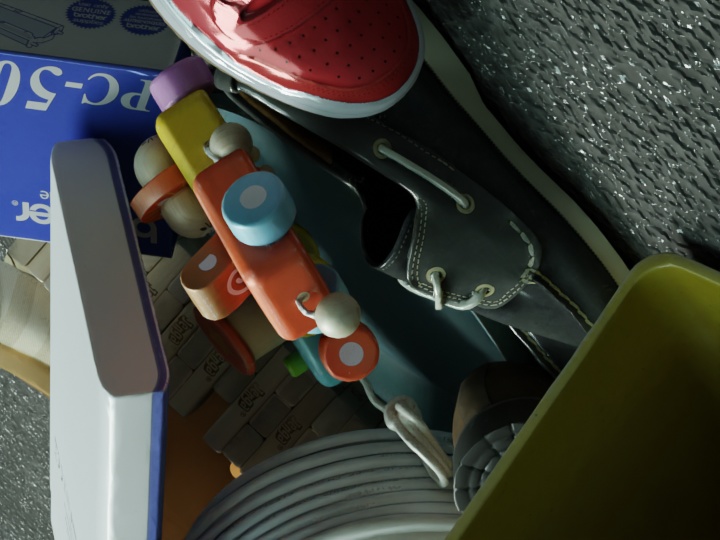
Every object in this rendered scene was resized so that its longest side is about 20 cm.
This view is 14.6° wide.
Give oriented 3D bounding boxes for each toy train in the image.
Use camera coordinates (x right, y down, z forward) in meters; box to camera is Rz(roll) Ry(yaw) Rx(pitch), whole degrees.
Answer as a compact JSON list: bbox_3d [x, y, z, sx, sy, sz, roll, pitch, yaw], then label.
[{"bbox_3d":[-0.035,0.010,1.009,0.150,0.056,0.200,58,179,35],"label":"toy train"}]

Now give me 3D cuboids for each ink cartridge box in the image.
[{"bbox_3d":[-0.165,-0.065,1.077,0.199,0.044,0.094,8,132,4],"label":"ink cartridge box"}]

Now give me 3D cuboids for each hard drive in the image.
[{"bbox_3d":[-0.097,0.069,1.067,0.132,0.025,0.200,-108,17,-44],"label":"hard drive"}]

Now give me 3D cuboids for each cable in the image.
[{"bbox_3d":[0.014,0.157,1.119,0.200,0.200,0.069,27,-153,-24],"label":"cable"}]

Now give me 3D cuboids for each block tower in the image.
[{"bbox_3d":[-0.051,0.039,1.158,0.200,0.054,0.058,43,-167,2],"label":"block tower"}]

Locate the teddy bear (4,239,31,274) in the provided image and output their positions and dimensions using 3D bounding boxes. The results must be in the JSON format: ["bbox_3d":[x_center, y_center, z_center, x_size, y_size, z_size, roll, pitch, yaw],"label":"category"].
[{"bbox_3d":[-0.125,-0.017,1.283,0.145,0.067,0.200,53,159,-16],"label":"teddy bear"}]

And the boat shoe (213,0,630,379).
[{"bbox_3d":[0.031,-0.015,0.973,0.200,0.068,0.072,48,159,-16],"label":"boat shoe"}]

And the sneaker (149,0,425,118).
[{"bbox_3d":[-0.048,-0.135,0.875,0.200,0.071,0.112,47,164,-1],"label":"sneaker"}]

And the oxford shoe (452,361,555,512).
[{"bbox_3d":[0.114,0.096,1.052,0.200,0.073,0.084,41,-162,-22],"label":"oxford shoe"}]

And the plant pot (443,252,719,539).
[{"bbox_3d":[0.146,0.146,0.907,0.200,0.200,0.176,25,165,43],"label":"plant pot"}]

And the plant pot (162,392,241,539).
[{"bbox_3d":[-0.050,0.130,1.279,0.200,0.200,0.140,34,142,27],"label":"plant pot"}]

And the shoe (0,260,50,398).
[{"bbox_3d":[-0.163,0.006,1.177,0.200,0.053,0.070,34,179,-36],"label":"shoe"}]

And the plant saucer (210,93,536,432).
[{"bbox_3d":[0.000,0.000,1.126,0.200,0.027,0.200,38,159,17],"label":"plant saucer"}]
